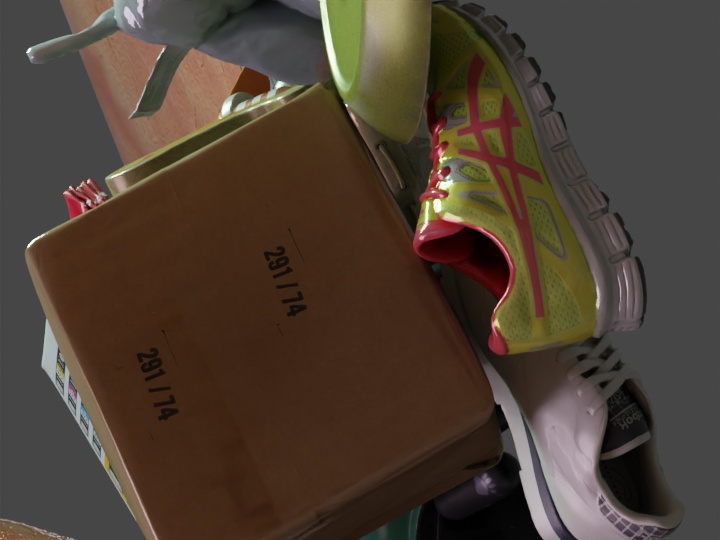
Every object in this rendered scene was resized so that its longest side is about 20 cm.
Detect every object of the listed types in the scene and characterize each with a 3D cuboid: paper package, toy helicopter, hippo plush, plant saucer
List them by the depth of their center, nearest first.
[{"bbox_3d":[0.002,-0.162,0.998,0.200,0.031,0.202,175,90,-82],"label":"plant saucer"},{"bbox_3d":[-0.048,0.041,1.036,0.201,0.189,0.104,61,177,18],"label":"paper package"},{"bbox_3d":[-0.074,-0.201,1.208,0.159,0.200,0.162,28,-143,-27],"label":"hippo plush"},{"bbox_3d":[-0.075,-0.092,1.267,0.132,0.199,0.079,-3,113,61],"label":"toy helicopter"}]

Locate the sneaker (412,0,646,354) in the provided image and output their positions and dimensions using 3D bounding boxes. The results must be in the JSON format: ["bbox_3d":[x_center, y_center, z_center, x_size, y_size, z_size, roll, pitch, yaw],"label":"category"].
[{"bbox_3d":[0.058,-0.046,0.994,0.078,0.090,0.201,81,163,-62],"label":"sneaker"}]

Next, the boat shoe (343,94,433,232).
[{"bbox_3d":[0.026,-0.048,1.229,0.072,0.065,0.201,59,168,32],"label":"boat shoe"}]

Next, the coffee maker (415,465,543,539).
[{"bbox_3d":[0.103,0.219,1.259,0.192,0.134,0.201,-125,15,-53],"label":"coffee maker"}]

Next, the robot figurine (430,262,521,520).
[{"bbox_3d":[0.034,0.053,1.183,0.200,0.124,0.151,-43,33,54],"label":"robot figurine"}]

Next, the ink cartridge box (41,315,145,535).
[{"bbox_3d":[-0.113,0.103,1.261,0.201,0.083,0.176,56,156,19],"label":"ink cartridge box"}]

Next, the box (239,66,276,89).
[{"bbox_3d":[-0.029,-0.100,1.446,0.202,0.048,0.158,67,171,-9],"label":"box"}]

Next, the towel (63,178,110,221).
[{"bbox_3d":[-0.141,0.046,1.386,0.200,0.022,0.145,47,151,33],"label":"towel"}]

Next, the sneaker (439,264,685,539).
[{"bbox_3d":[0.109,0.050,1.060,0.201,0.076,0.080,65,153,0],"label":"sneaker"}]

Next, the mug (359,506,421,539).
[{"bbox_3d":[0.055,0.186,1.409,0.114,0.184,0.153,-22,85,55],"label":"mug"}]
